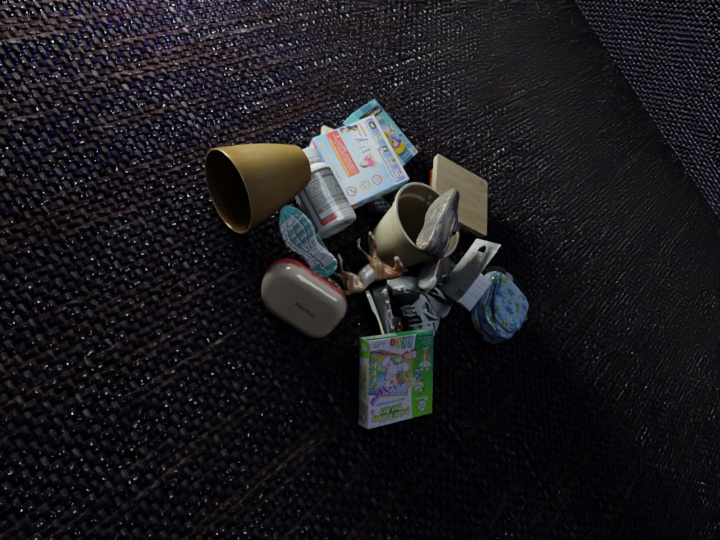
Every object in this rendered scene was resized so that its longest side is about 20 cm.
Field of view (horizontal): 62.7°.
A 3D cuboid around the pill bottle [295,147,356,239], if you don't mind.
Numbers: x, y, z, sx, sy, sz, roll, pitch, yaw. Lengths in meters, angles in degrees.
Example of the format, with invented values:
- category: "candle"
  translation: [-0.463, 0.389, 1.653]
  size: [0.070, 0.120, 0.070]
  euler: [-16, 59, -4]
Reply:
- category: "pill bottle"
  translation: [-0.103, -0.189, 1.444]
  size: [0.113, 0.114, 0.202]
  euler: [-24, 83, -40]

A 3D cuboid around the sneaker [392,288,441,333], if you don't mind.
- category: "sneaker"
  translation: [0.140, 0.114, 1.471]
  size: [0.200, 0.073, 0.090]
  euler: [40, 56, -42]

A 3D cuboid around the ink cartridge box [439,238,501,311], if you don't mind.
- category: "ink cartridge box"
  translation: [0.291, 0.007, 1.526]
  size: [0.043, 0.200, 0.174]
  euler: [37, 92, -10]

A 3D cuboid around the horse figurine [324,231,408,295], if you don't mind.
- category: "horse figurine"
  translation: [0.000, 0.000, 1.439]
  size: [0.199, 0.050, 0.134]
  euler: [-34, 94, -10]

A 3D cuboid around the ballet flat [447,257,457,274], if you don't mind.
- category: "ballet flat"
  translation: [0.216, -0.031, 1.644]
  size: [0.199, 0.046, 0.068]
  euler: [40, 85, -6]

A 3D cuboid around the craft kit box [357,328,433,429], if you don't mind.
- category: "craft kit box"
  translation: [0.083, 0.245, 1.363]
  size: [0.198, 0.048, 0.201]
  euler: [-4, 99, -36]

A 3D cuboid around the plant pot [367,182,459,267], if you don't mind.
- category: "plant pot"
  translation: [0.118, -0.091, 1.507]
  size: [0.198, 0.183, 0.203]
  euler: [16, 60, -29]

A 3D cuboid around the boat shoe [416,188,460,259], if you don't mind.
- category: "boat shoe"
  translation: [0.196, -0.109, 1.414]
  size: [0.073, 0.074, 0.201]
  euler: [42, 59, -23]

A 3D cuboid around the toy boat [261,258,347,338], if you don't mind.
- category: "toy boat"
  translation: [-0.126, 0.048, 1.328]
  size: [0.199, 0.131, 0.131]
  euler: [35, 22, -17]

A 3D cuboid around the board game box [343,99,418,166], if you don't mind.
- category: "board game box"
  translation: [0.061, -0.377, 1.678]
  size: [0.200, 0.047, 0.151]
  euler: [49, 39, -6]

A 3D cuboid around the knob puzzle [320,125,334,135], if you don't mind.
- category: "knob puzzle"
  translation: [-0.028, -0.286, 1.599]
  size: [0.217, 0.030, 0.223]
  euler: [16, 60, -29]

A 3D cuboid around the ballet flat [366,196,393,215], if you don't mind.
- category: "ballet flat"
  translation: [0.107, -0.167, 1.610]
  size: [0.198, 0.057, 0.067]
  euler: [13, 20, -29]

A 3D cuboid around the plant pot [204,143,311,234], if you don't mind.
- category: "plant pot"
  translation: [-0.212, -0.205, 1.310]
  size: [0.199, 0.186, 0.188]
  euler: [-28, 85, -33]

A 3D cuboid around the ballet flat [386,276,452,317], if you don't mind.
- category: "ballet flat"
  translation: [0.160, 0.055, 1.541]
  size: [0.198, 0.069, 0.070]
  euler: [30, 54, -21]

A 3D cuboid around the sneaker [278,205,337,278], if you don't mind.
- category: "sneaker"
  translation: [-0.132, -0.072, 1.363]
  size: [0.077, 0.091, 0.201]
  euler: [-33, 123, -3]

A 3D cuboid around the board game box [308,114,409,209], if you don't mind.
- category: "board game box"
  translation: [-0.004, -0.277, 1.534]
  size: [0.194, 0.056, 0.202]
  euler: [-26, 85, -25]

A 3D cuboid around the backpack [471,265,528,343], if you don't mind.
- category: "backpack"
  translation: [0.387, 0.106, 1.647]
  size: [0.163, 0.153, 0.200]
  euler: [48, 62, -14]

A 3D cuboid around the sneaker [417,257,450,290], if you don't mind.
- category: "sneaker"
  translation: [0.206, 0.006, 1.527]
  size: [0.082, 0.077, 0.201]
  euler: [44, 30, -10]

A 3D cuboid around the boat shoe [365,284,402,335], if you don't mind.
- category: "boat shoe"
  translation: [0.072, 0.133, 1.432]
  size: [0.062, 0.074, 0.204]
  euler: [-19, 75, -2]

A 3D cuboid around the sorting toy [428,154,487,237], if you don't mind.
- category: "sorting toy"
  translation: [0.280, -0.210, 1.755]
  size: [0.198, 0.069, 0.201]
  euler: [23, 57, -25]
